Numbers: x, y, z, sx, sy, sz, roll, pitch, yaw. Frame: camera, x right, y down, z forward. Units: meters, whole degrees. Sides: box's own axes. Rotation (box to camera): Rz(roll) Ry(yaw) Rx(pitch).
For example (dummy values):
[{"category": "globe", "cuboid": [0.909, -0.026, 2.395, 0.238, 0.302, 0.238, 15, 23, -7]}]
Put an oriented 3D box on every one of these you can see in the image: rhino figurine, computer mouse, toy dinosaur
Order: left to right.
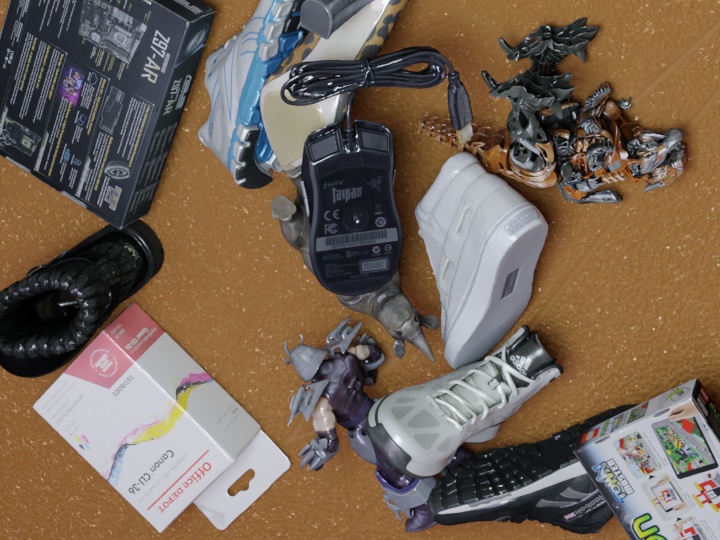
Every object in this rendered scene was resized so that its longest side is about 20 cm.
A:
[{"category": "rhino figurine", "cuboid": [0.000, 0.000, 1.704, 0.060, 0.087, 0.200, -39, 66, -6]}, {"category": "computer mouse", "cuboid": [0.018, -0.082, 1.615, 0.140, 0.046, 0.201, -13, 120, -6]}, {"category": "toy dinosaur", "cuboid": [0.144, -0.103, 1.627, 0.199, 0.102, 0.136, -9, 128, 2]}]

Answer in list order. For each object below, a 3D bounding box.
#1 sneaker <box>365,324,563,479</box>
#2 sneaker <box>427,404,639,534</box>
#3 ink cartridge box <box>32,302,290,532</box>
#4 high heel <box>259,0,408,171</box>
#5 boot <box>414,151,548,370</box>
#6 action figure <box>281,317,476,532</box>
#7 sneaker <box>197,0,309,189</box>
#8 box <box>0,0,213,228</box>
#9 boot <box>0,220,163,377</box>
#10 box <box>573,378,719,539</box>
[{"category": "sneaker", "cuboid": [0.086, 0.090, 1.675, 0.076, 0.200, 0.115, 50, 118, 12]}, {"category": "sneaker", "cuboid": [0.156, 0.185, 1.734, 0.199, 0.076, 0.088, -18, 113, 7]}, {"category": "ink cartridge box", "cuboid": [-0.171, 0.143, 1.867, 0.200, 0.068, 0.116, 44, 121, -2]}, {"category": "high heel", "cuboid": [-0.007, -0.169, 1.654, 0.071, 0.143, 0.200, 35, 141, 13]}, {"category": "boot", "cuboid": [0.085, -0.010, 1.692, 0.096, 0.073, 0.200, 48, 147, 22]}, {"category": "action figure", "cuboid": [0.004, 0.126, 1.762, 0.200, 0.130, 0.069, 45, 151, -19]}, {"category": "sneaker", "cuboid": [-0.084, -0.171, 1.695, 0.087, 0.075, 0.201, 36, 114, 34]}, {"category": "box", "cuboid": [-0.220, -0.159, 1.744, 0.160, 0.044, 0.201, 30, 121, 16]}, {"category": "boot", "cuboid": [-0.270, 0.044, 1.808, 0.079, 0.158, 0.211, 46, 120, -3]}, {"category": "box", "cuboid": [0.264, 0.192, 1.665, 0.110, 0.035, 0.200, -27, 103, 27]}]
